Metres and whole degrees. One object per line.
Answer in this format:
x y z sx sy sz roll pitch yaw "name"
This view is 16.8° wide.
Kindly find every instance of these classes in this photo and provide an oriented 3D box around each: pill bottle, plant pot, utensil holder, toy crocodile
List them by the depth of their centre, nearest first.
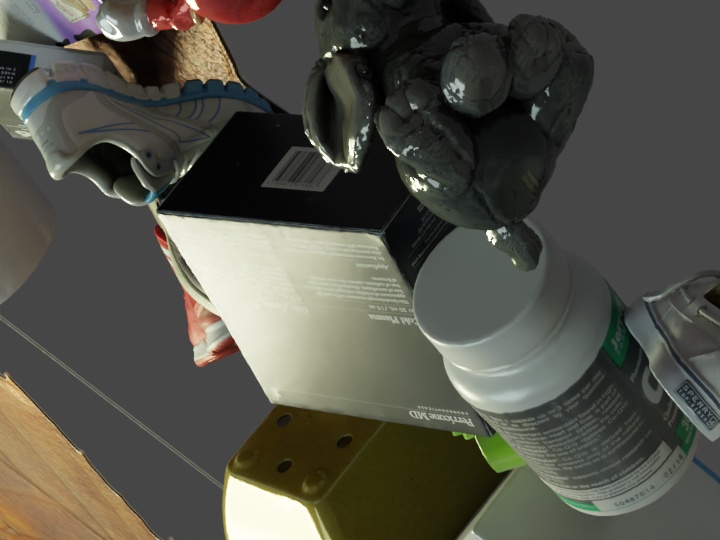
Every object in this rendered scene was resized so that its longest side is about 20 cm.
0.121 0.058 1.497 0.113 0.114 0.200 18 160 44 "pill bottle"
0.095 0.098 1.664 0.200 0.067 0.062 146 107 -88 "toy crocodile"
0.010 0.184 1.860 0.194 0.196 0.201 15 146 48 "plant pot"
-0.377 -0.072 2.050 0.169 0.170 0.200 13 148 49 "utensil holder"

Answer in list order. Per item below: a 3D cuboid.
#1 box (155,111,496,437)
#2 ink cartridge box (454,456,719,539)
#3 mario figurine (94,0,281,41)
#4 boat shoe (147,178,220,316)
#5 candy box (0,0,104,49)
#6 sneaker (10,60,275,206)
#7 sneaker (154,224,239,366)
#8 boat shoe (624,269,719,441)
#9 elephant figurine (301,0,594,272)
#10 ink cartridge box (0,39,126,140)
0.000 0.000 1.589 0.199 0.104 0.183 7 137 40 "box"
0.153 0.197 1.707 0.146 0.146 0.200 39 159 5 "ink cartridge box"
-0.101 -0.196 1.384 0.200 0.105 0.125 -152 57 -78 "mario figurine"
-0.111 -0.043 1.734 0.065 0.071 0.200 78 166 -46 "boat shoe"
-0.230 -0.232 1.622 0.168 0.072 0.200 48 157 -18 "candy box"
-0.136 -0.079 1.620 0.075 0.199 0.087 -49 51 41 "sneaker"
-0.113 0.008 1.930 0.200 0.078 0.116 146 102 -78 "sneaker"
0.207 0.032 1.400 0.075 0.086 0.202 48 -172 -4 "boat shoe"
0.027 -0.120 1.367 0.141 0.156 0.200 15 -164 -48 "elephant figurine"
-0.211 -0.119 1.729 0.099 0.040 0.200 7 172 7 "ink cartridge box"
